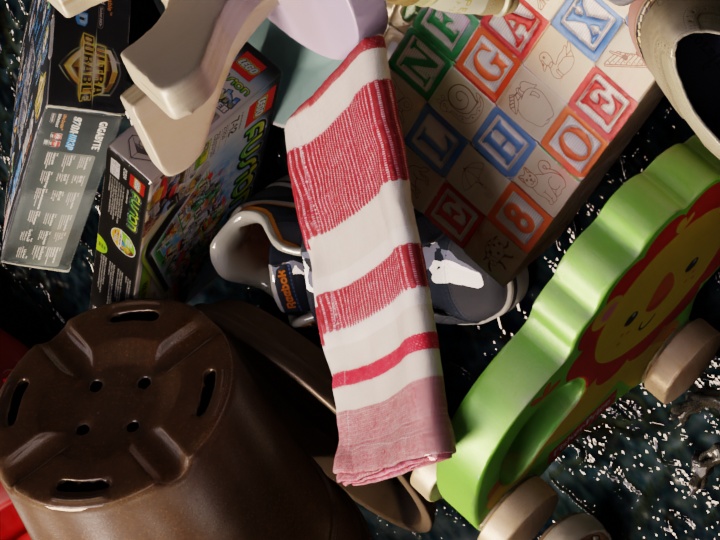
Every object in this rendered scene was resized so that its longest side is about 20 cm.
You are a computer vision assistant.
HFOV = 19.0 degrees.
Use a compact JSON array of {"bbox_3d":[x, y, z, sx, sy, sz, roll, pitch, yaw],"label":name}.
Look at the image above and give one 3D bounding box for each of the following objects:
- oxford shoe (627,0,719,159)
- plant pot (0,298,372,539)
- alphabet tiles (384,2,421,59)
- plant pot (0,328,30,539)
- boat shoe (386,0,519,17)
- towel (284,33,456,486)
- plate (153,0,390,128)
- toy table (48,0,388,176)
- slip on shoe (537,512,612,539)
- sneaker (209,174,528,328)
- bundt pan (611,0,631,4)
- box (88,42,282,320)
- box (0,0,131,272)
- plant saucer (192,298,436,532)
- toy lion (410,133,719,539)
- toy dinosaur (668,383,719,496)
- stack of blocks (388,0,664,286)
[{"bbox_3d":[0.194,-0.048,0.936,0.199,0.074,0.071,37,111,-14],"label":"oxford shoe"},{"bbox_3d":[-0.112,0.136,1.266,0.199,0.200,0.199,23,150,35],"label":"plant pot"},{"bbox_3d":[0.056,-0.145,1.087,0.199,0.006,0.167,37,133,14],"label":"alphabet tiles"},{"bbox_3d":[-0.307,0.123,1.563,0.183,0.200,0.201,54,144,14],"label":"plant pot"},{"bbox_3d":[0.046,-0.217,0.983,0.073,0.063,0.203,153,121,-65],"label":"boat shoe"},{"bbox_3d":[0.001,0.001,1.056,0.144,0.023,0.202,146,116,-70],"label":"towel"},{"bbox_3d":[-0.052,-0.173,1.197,0.199,0.026,0.201,27,134,32],"label":"plate"},{"bbox_3d":[-0.087,-0.148,1.083,0.200,0.117,0.185,34,155,60],"label":"toy table"},{"bbox_3d":[0.098,0.205,1.284,0.061,0.076,0.201,47,150,30],"label":"slip on shoe"},{"bbox_3d":[0.000,0.000,1.227,0.199,0.079,0.079,12,125,41],"label":"sneaker"},{"bbox_3d":[0.109,-0.218,0.884,0.200,0.076,0.204,5,111,14],"label":"bundt pan"},{"bbox_3d":[-0.106,-0.039,1.259,0.035,0.110,0.200,40,151,13],"label":"box"},{"bbox_3d":[-0.171,-0.114,1.254,0.200,0.046,0.160,122,152,-60],"label":"box"},{"bbox_3d":[-0.027,0.084,1.302,0.200,0.030,0.200,39,166,11],"label":"plant saucer"},{"bbox_3d":[0.114,0.027,1.031,0.069,0.200,0.192,41,160,20],"label":"toy lion"},{"bbox_3d":[0.207,0.092,1.095,0.087,0.047,0.201,8,124,27],"label":"toy dinosaur"},{"bbox_3d":[0.086,-0.102,1.045,0.115,0.059,0.200,43,134,9],"label":"stack of blocks"}]
